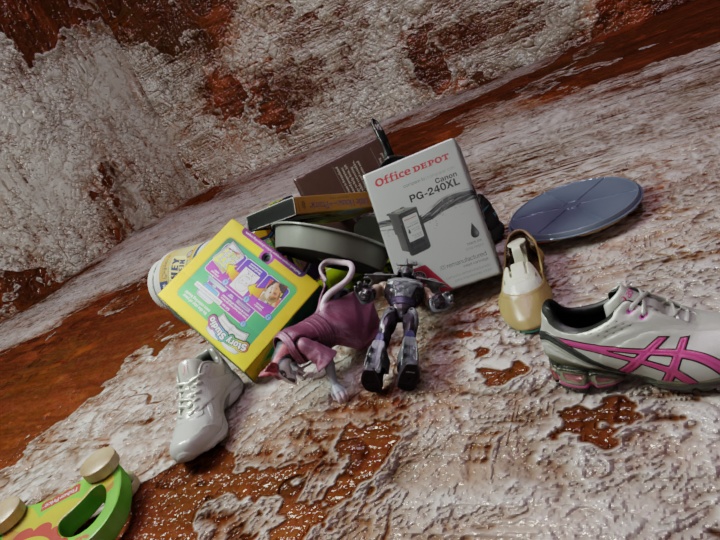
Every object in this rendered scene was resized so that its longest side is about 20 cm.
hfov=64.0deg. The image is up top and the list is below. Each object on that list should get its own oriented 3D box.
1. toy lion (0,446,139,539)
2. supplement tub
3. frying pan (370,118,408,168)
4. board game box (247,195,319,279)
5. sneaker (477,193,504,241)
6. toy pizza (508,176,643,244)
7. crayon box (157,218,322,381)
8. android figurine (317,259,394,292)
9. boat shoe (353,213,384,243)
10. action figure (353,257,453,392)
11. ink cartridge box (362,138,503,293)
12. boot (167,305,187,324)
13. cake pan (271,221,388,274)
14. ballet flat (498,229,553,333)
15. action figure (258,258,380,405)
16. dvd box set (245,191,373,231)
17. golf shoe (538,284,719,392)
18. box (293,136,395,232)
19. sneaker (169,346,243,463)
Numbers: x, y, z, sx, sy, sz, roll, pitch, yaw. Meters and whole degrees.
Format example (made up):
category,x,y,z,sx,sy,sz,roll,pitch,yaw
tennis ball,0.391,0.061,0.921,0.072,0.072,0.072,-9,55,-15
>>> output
category,x,y,z,sx,sy,sz,roll,pitch,yaw
toy lion,-0.357,0.319,0.651,0.199,0.069,0.192,-28,27,-8
supplement tub,-0.363,0.017,1.282,0.199,0.145,0.144,-11,24,35
frying pan,0.056,-0.185,1.063,0.115,0.190,0.031,-45,-6,-30
board game box,-0.145,-0.037,1.120,0.056,0.166,0.200,-19,21,17
sneaker,0.139,-0.053,0.954,0.199,0.080,0.075,-30,20,-8
toy pizza,0.327,-0.087,0.882,0.199,0.032,0.200,-21,21,8
crayon box,-0.185,0.042,0.905,0.200,0.058,0.173,36,75,21
android figurine,0.000,0.000,1.040,0.181,0.041,0.200,-26,20,1
boat shoe,0.090,-0.080,1.033,0.199,0.071,0.064,5,22,13
action figure,0.052,0.056,0.732,0.129,0.070,0.201,-1,46,14
ink cartridge box,0.104,-0.069,0.833,0.144,0.201,0.083,-20,-5,16
boot,-0.231,0.025,1.008,0.199,0.175,0.069,22,4,19
cake pan,-0.046,-0.031,0.907,0.200,0.199,0.037,4,78,53
ballet flat,0.206,0.006,0.746,0.068,0.063,0.200,-17,22,19
action figure,-0.053,0.082,0.762,0.133,0.150,0.200,3,20,42
dvd box set,-0.070,-0.099,0.963,0.199,0.030,0.146,-11,0,-42
golf shoe,0.259,0.057,0.514,0.199,0.093,0.073,-11,23,32
box,-0.008,-0.144,1.167,0.199,0.167,0.164,-26,0,-3
sneaker,-0.226,0.175,0.785,0.078,0.100,0.200,-23,20,7
